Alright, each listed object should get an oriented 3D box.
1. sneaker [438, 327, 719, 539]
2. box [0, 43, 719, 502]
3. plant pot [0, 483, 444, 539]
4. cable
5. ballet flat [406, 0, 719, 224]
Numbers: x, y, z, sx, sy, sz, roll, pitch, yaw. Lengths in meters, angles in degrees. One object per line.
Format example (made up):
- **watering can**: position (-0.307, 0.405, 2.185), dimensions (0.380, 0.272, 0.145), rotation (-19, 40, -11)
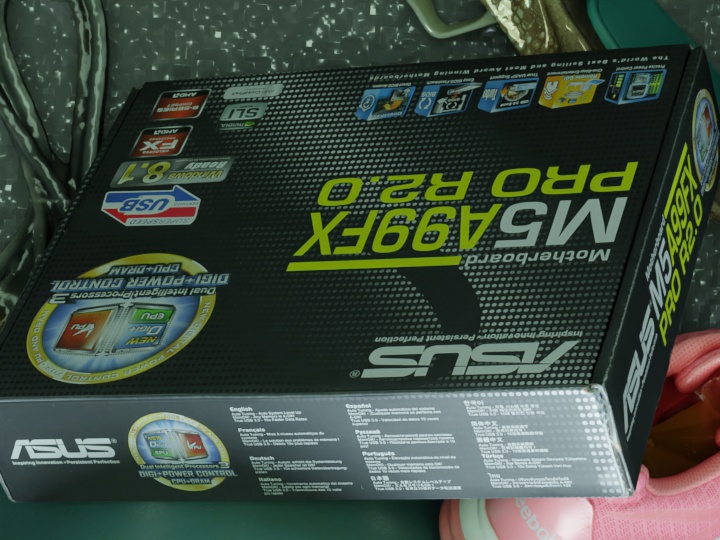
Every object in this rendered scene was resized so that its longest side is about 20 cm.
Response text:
- **sneaker**: position (0.118, 0.050, 0.866), dimensions (0.200, 0.087, 0.074), rotation (-25, 72, -41)
- **box**: position (0.000, 0.000, 0.844), dimensions (0.199, 0.161, 0.044), rotation (-2, 129, 23)
- **plant pot**: position (-0.039, 0.149, 0.855), dimensions (0.199, 0.161, 0.202), rotation (-2, 105, -7)
- **cable**: position (-0.100, -0.006, 0.924), dimensions (0.097, 0.050, 0.201), rotation (9, 94, 2)
- **ballet flat**: position (0.059, -0.085, 0.923), dimensions (0.065, 0.070, 0.200), rotation (-36, 89, 28)
